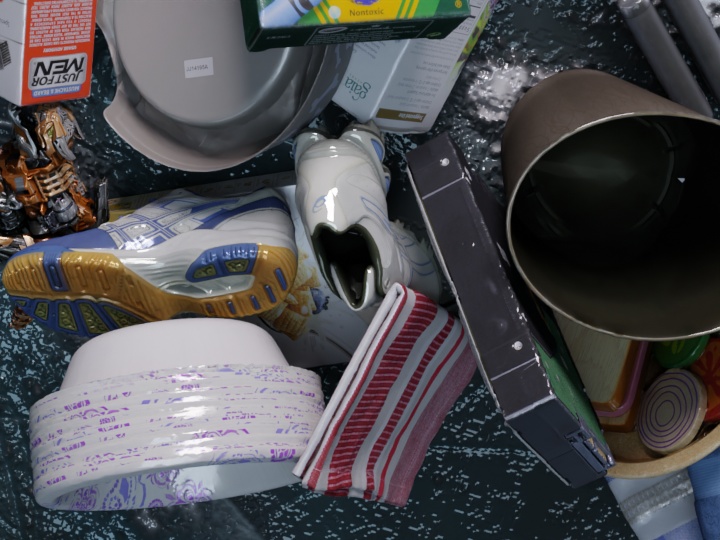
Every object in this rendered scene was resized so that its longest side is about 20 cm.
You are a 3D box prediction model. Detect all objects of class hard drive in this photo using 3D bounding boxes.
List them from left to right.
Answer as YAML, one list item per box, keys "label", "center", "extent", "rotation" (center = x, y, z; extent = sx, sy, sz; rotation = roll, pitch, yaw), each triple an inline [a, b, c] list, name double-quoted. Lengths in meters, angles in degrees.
- label: "hard drive"
  center: [0.094, 0.027, 0.864]
  extent: [0.038, 0.201, 0.140]
  rotation: [-28, 147, 12]

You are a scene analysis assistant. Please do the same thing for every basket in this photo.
- label: "basket"
  center: [0.164, -0.055, 0.871]
  extent: [0.179, 0.200, 0.137]
  rotation: [7, 108, -7]

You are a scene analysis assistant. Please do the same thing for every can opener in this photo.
- label: "can opener"
  center: [0.193, -0.187, 0.910]
  extent: [0.053, 0.067, 0.200]
  rotation: [-31, 121, 12]

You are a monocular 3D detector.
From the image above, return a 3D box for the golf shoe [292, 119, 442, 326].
- label: "golf shoe"
  center: [0.000, 0.000, 0.893]
  extent: [0.078, 0.098, 0.200]
  rotation: [-10, 137, 18]

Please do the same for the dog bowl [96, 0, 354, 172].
- label: "dog bowl"
  center: [-0.090, -0.165, 0.871]
  extent: [0.199, 0.059, 0.202]
  rotation: [3, 97, 29]

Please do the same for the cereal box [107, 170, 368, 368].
- label: "cereal box"
  center: [-0.080, 0.005, 0.990]
  extent: [0.198, 0.040, 0.145]
  rotation: [-9, 112, 5]

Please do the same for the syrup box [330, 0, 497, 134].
- label: "syrup box"
  center: [0.041, -0.194, 0.874]
  extent: [0.079, 0.081, 0.201]
  rotation: [38, 113, 27]

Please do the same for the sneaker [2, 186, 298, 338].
- label: "sneaker"
  center: [-0.140, -0.010, 0.924]
  extent: [0.198, 0.088, 0.076]
  rotation: [-3, 134, 3]

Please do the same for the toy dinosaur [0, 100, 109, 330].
- label: "toy dinosaur"
  center: [-0.242, -0.033, 0.943]
  extent: [0.135, 0.102, 0.201]
  rotation: [10, 111, -2]

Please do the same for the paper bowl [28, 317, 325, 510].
- label: "paper bowl"
  center: [-0.123, 0.097, 0.920]
  extent: [0.199, 0.201, 0.105]
  rotation: [-8, 75, 4]

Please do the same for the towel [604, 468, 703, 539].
- label: "towel"
  center: [0.235, 0.111, 0.975]
  extent: [0.146, 0.024, 0.201]
  rotation: [-31, 69, 14]

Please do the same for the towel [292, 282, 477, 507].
- label: "towel"
  center: [0.027, 0.091, 0.931]
  extent: [0.023, 0.200, 0.145]
  rotation: [26, 88, 22]

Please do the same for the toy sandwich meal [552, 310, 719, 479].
- label: "toy sandwich meal"
  center: [0.185, 0.046, 0.931]
  extent: [0.205, 0.206, 0.070]
  rotation: [-42, 131, 16]

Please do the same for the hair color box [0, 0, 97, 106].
- label: "hair color box"
  center: [-0.220, -0.218, 0.865]
  extent: [0.111, 0.064, 0.201]
  rotation: [26, 116, 34]

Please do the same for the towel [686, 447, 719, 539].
- label: "towel"
  center: [0.277, 0.142, 0.914]
  extent: [0.111, 0.048, 0.201]
  rotation: [-18, 75, 21]

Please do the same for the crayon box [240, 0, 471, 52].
- label: "crayon box"
  center: [-0.015, -0.234, 0.785]
  extent: [0.125, 0.052, 0.202]
  rotation: [-7, 85, -16]
